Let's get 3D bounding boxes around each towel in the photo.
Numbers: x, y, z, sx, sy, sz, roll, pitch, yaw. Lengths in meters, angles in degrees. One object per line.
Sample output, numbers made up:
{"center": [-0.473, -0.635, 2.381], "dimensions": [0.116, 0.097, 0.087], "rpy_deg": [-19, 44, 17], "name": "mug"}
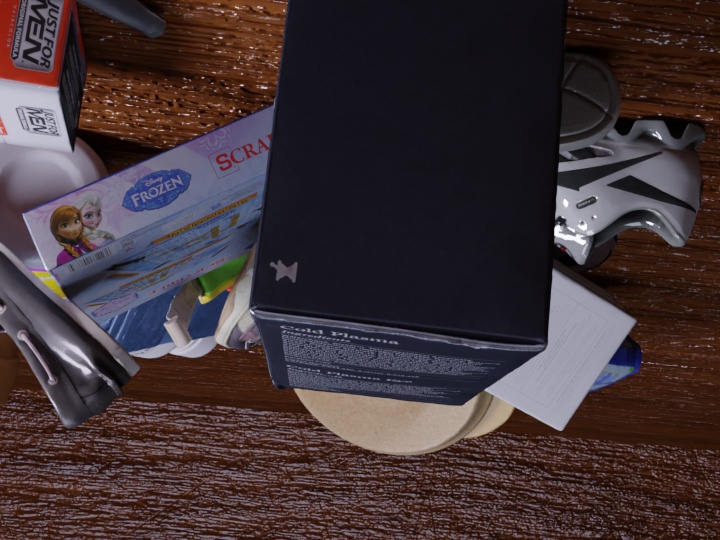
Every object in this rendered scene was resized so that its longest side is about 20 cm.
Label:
{"center": [-0.172, 0.020, 0.931], "dimensions": [0.198, 0.049, 0.112], "rpy_deg": [-8, 139, -50], "name": "towel"}

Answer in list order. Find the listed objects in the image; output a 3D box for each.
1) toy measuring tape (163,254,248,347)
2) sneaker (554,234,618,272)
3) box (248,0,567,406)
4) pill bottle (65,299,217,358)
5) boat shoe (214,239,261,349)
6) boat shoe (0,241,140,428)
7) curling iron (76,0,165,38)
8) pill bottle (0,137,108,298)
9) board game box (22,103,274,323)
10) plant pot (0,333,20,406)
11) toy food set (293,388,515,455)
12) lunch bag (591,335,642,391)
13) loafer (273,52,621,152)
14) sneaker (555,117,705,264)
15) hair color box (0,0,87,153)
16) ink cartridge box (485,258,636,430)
{"center": [-0.114, -0.003, 0.822], "dimensions": [0.072, 0.075, 0.201], "rpy_deg": [4, -156, 0], "name": "toy measuring tape"}
{"center": [0.102, -0.038, 0.782], "dimensions": [0.197, 0.076, 0.088], "rpy_deg": [-12, 141, 31], "name": "sneaker"}
{"center": [0.018, -0.055, 0.420], "dimensions": [0.102, 0.205, 0.182], "rpy_deg": [6, 167, -1], "name": "box"}
{"center": [-0.234, 0.029, 1.018], "dimensions": [0.112, 0.117, 0.199], "rpy_deg": [-5, 163, 33], "name": "pill bottle"}
{"center": [-0.068, 0.027, 0.762], "dimensions": [0.064, 0.073, 0.200], "rpy_deg": [31, 153, 0], "name": "boat shoe"}
{"center": [-0.224, 0.029, 0.627], "dimensions": [0.198, 0.057, 0.067], "rpy_deg": [31, 158, 31], "name": "boat shoe"}
{"center": [-0.164, -0.155, 0.457], "dimensions": [0.049, 0.026, 0.198], "rpy_deg": [21, -177, 36], "name": "curling iron"}
{"center": [-0.255, -0.035, 0.790], "dimensions": [0.102, 0.107, 0.200], "rpy_deg": [8, 165, -14], "name": "pill bottle"}
{"center": [-0.119, -0.036, 0.679], "dimensions": [0.197, 0.042, 0.200], "rpy_deg": [-26, 172, -15], "name": "board game box"}
{"center": [-0.396, 0.021, 0.906], "dimensions": [0.197, 0.142, 0.200], "rpy_deg": [24, 176, 2], "name": "plant pot"}
{"center": [0.026, 0.069, 0.825], "dimensions": [0.196, 0.201, 0.049], "rpy_deg": [-15, -158, 24], "name": "toy food set"}
{"center": [0.180, 0.081, 1.059], "dimensions": [0.167, 0.131, 0.199], "rpy_deg": [6, 178, -23], "name": "lunch bag"}
{"center": [0.050, -0.087, 0.571], "dimensions": [0.195, 0.074, 0.063], "rpy_deg": [-1, 173, 8], "name": "loafer"}
{"center": [0.125, -0.051, 0.644], "dimensions": [0.195, 0.091, 0.074], "rpy_deg": [2, 168, 15], "name": "sneaker"}
{"center": [-0.256, -0.122, 0.533], "dimensions": [0.195, 0.063, 0.102], "rpy_deg": [8, 166, -11], "name": "hair color box"}
{"center": [0.094, 0.025, 0.718], "dimensions": [0.198, 0.105, 0.059], "rpy_deg": [29, -167, -20], "name": "ink cartridge box"}
